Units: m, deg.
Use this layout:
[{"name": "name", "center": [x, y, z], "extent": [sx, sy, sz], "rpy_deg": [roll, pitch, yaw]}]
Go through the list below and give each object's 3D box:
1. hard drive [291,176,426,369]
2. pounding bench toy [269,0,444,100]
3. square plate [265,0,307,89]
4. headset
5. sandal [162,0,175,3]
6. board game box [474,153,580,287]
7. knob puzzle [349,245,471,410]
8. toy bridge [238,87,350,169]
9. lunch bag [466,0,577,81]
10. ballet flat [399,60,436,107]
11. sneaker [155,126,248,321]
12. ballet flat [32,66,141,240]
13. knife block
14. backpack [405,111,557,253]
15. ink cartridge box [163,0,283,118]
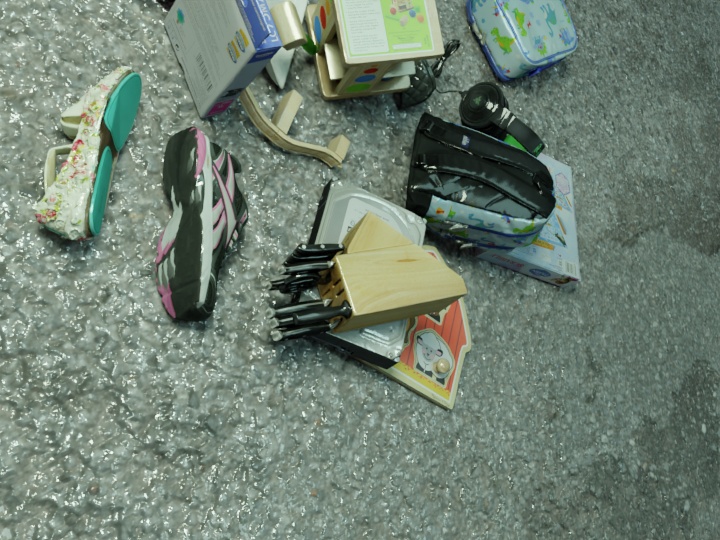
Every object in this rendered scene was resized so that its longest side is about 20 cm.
[{"name": "hard drive", "center": [0.000, 0.000, 0.902], "extent": [0.138, 0.038, 0.202], "rpy_deg": [24, 61, -16]}, {"name": "pounding bench toy", "center": [-0.024, -0.292, 0.936], "extent": [0.197, 0.156, 0.126], "rpy_deg": [-11, 88, -16]}, {"name": "square plate", "center": [-0.112, -0.358, 0.897], "extent": [0.201, 0.028, 0.200], "rpy_deg": [67, 29, -55]}, {"name": "headset", "center": [0.181, -0.236, 1.063], "extent": [0.199, 0.094, 0.123], "rpy_deg": [37, 7, 7]}, {"name": "sandal", "center": [-0.235, -0.334, 0.831], "extent": [0.198, 0.075, 0.046], "rpy_deg": [23, 96, -36]}, {"name": "board game box", "center": [0.255, -0.095, 1.162], "extent": [0.198, 0.041, 0.202], "rpy_deg": [17, 64, -34]}, {"name": "knob puzzle", "center": [0.079, 0.051, 0.972], "extent": [0.218, 0.030, 0.223], "rpy_deg": [15, 65, -35]}, {"name": "toy bridge", "center": [-0.092, -0.185, 0.907], "extent": [0.199, 0.027, 0.068], "rpy_deg": [39, 54, -29]}, {"name": "lunch bag", "center": [0.274, -0.407, 1.264], "extent": [0.199, 0.082, 0.162], "rpy_deg": [-30, 93, -42]}, {"name": "ballet flat", "center": [0.039, -0.325, 1.056], "extent": [0.056, 0.066, 0.202], "rpy_deg": [-31, 91, -9]}, {"name": "sneaker", "center": [-0.153, -0.046, 0.787], "extent": [0.086, 0.080, 0.203], "rpy_deg": [17, 70, -46]}, {"name": "ballet flat", "center": [-0.265, -0.121, 0.729], "extent": [0.063, 0.076, 0.202], "rpy_deg": [7, 59, -1]}, {"name": "knife block", "center": [0.001, 0.035, 0.826], "extent": [0.199, 0.064, 0.177], "rpy_deg": [35, 58, -10]}, {"name": "backpack", "center": [0.163, -0.107, 1.014], "extent": [0.197, 0.155, 0.165], "rpy_deg": [7, 51, 4]}, {"name": "ink cartridge box", "center": [-0.142, -0.254, 0.784], "extent": [0.042, 0.199, 0.121], "rpy_deg": [-21, 89, -31]}]
